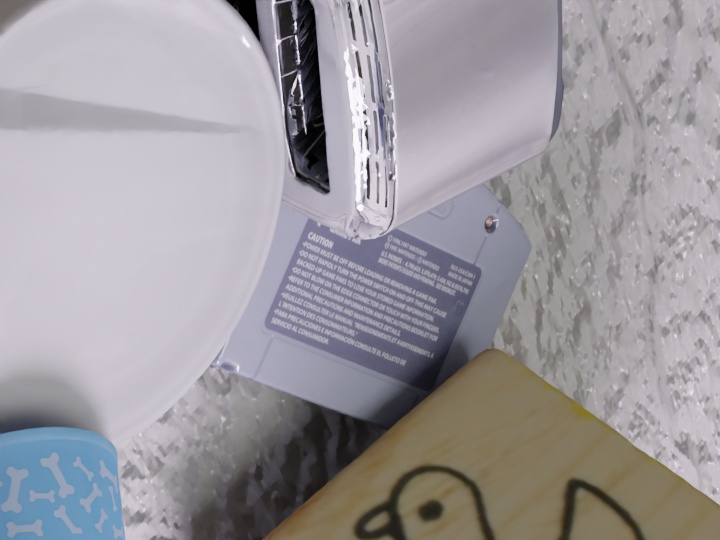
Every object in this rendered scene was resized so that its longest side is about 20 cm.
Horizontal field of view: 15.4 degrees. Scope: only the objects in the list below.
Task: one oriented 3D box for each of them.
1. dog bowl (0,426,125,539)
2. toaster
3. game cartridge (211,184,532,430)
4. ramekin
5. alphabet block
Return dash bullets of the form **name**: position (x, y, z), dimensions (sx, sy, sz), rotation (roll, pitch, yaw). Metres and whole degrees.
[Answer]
- **dog bowl**: position (-0.182, 0.124, 1.036), dimensions (0.199, 0.050, 0.112), rotation (-19, 156, -7)
- **toaster**: position (0.009, -0.110, 1.114), dimensions (0.129, 0.113, 0.201), rotation (-35, 139, -33)
- **game cartridge**: position (0.000, 0.000, 1.263), dimensions (0.200, 0.041, 0.134), rotation (24, 93, -50)
- **ramekin**: position (-0.131, -0.033, 1.058), dimensions (0.202, 0.094, 0.203), rotation (-23, 125, -38)
- **alphabet block**: position (0.063, 0.197, 1.280), dimensions (0.200, 0.195, 0.197), rotation (-40, 151, -28)
